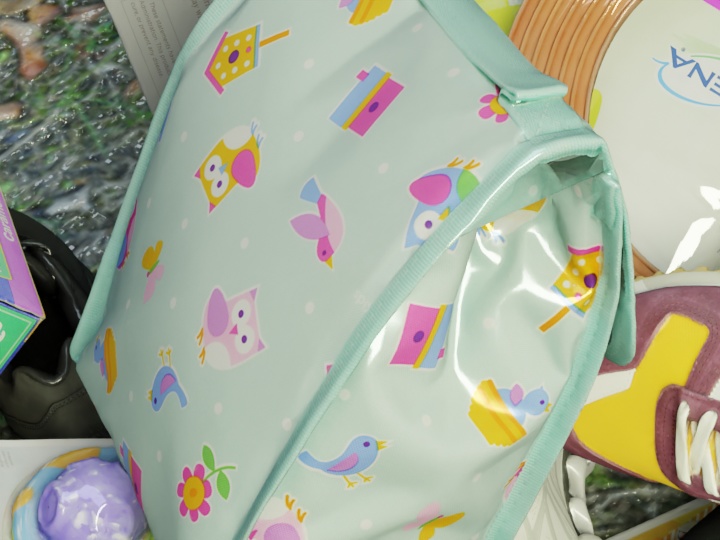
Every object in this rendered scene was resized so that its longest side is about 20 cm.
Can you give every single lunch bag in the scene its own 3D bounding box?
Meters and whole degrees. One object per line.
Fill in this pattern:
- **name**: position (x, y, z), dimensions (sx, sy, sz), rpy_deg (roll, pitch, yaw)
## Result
- **lunch bag**: position (0.000, 0.000, 0.701), dimensions (0.122, 0.200, 0.170), rpy_deg (11, 28, -32)

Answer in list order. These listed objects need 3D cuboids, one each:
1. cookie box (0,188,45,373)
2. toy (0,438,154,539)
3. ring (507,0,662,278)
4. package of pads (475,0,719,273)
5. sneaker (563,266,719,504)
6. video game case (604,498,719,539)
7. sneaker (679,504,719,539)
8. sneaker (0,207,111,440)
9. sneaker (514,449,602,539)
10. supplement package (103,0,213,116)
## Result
- **cookie box**: position (-0.229, 0.026, 0.887), dimensions (0.200, 0.075, 0.171), rpy_deg (-51, 39, 21)
- **toy**: position (-0.059, 0.091, 0.768), dimensions (0.199, 0.047, 0.115), rpy_deg (6, 39, -35)
- **ring**: position (0.145, -0.050, 0.748), dimensions (0.200, 0.019, 0.201), rpy_deg (-2, 82, 11)
- **package of pads**: position (0.074, -0.082, 0.810), dimensions (0.200, 0.068, 0.155), rpy_deg (33, 92, 14)
- **sneaker**: position (0.137, 0.054, 0.669), dimensions (0.199, 0.075, 0.090), rpy_deg (0, 36, 26)
- **video game case**: position (0.200, 0.126, 0.741), dimensions (0.199, 0.023, 0.182), rpy_deg (-24, 44, -3)
- **sneaker**: position (0.162, 0.087, 0.736), dimensions (0.199, 0.070, 0.078), rpy_deg (-23, 32, -5)
- **sneaker**: position (-0.146, 0.014, 0.928), dimensions (0.076, 0.091, 0.200), rpy_deg (-34, 44, -12)
- **sneaker**: position (0.049, 0.086, 0.778), dimensions (0.075, 0.081, 0.200), rpy_deg (-27, 40, 32)
- **supplement package**: position (-0.004, -0.138, 0.944), dimensions (0.199, 0.117, 0.118), rpy_deg (-14, 42, 5)
